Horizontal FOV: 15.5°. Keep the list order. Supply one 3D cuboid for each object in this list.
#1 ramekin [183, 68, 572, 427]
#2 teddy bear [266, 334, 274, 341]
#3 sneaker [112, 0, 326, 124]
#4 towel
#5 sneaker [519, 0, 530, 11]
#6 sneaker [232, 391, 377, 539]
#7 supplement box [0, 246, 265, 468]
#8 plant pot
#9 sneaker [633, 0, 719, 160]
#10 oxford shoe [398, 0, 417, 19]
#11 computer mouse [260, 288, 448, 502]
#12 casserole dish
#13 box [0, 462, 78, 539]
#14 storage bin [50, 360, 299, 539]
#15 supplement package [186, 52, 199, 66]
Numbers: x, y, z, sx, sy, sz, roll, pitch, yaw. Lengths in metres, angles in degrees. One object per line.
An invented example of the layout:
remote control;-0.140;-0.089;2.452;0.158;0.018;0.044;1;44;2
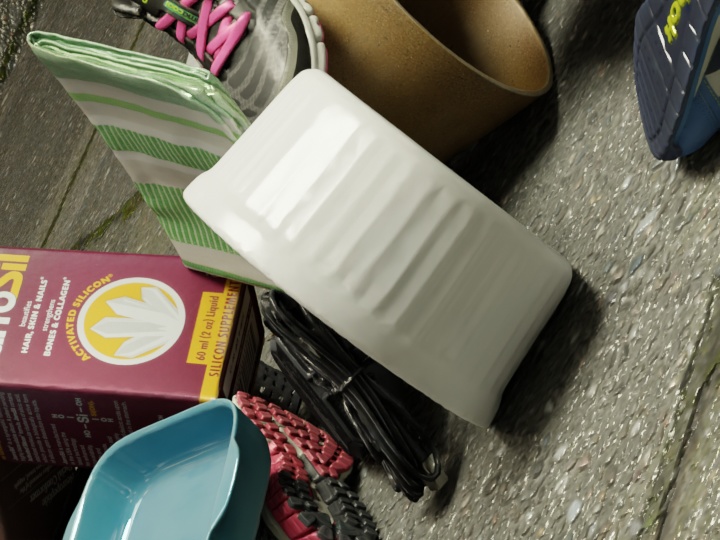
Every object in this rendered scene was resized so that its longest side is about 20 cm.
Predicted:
ramekin;0.015;-0.016;1.373;0.098;0.200;0.200;-53;16;4
teddy bear;0.000;0.000;1.615;0.145;0.067;0.200;-60;16;-4
sneaker;-0.092;-0.150;1.482;0.074;0.087;0.200;-55;50;30
towel;-0.092;-0.053;1.504;0.152;0.200;0.023;16;62;40
sneaker;0.118;-0.247;1.665;0.074;0.087;0.201;10;-92;-80
sneaker;-0.049;0.133;1.518;0.075;0.080;0.200;-59;16;15
supplement box;-0.168;0.055;1.629;0.086;0.199;0.111;81;-164;-51
plant pot;-0.018;-0.110;1.587;0.200;0.186;0.187;-44;21;23
sneaker;0.184;-0.120;1.259;0.200;0.082;0.074;112;149;-56
oxford shoe;0.025;-0.087;1.709;0.071;0.072;0.201;-127;49;-58
computer mouse;-0.003;0.060;1.472;0.053;0.139;0.200;-38;1;-6
casserole dish;-0.108;0.143;1.476;0.200;0.039;0.122;-25;45;52
box;-0.233;0.186;1.753;0.075;0.201;0.100;-1;21;25
storage bin;-0.128;0.150;1.708;0.135;0.094;0.201;-41;26;50
supplement package;-0.005;-0.210;1.838;0.191;0.147;0.200;-48;20;38
